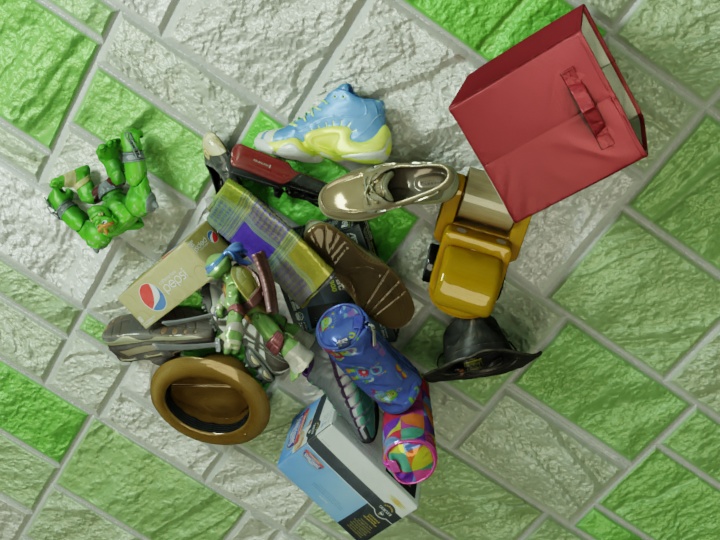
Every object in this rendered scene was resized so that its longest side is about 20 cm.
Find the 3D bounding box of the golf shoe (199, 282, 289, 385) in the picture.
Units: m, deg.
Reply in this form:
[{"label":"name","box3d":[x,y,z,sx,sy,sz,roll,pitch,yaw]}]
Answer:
[{"label":"golf shoe","box3d":[-0.167,0.081,1.370,0.094,0.078,0.201,-31,120,11]}]

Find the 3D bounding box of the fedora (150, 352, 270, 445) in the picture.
[{"label":"fedora","box3d":[-0.235,0.192,1.421,0.197,0.082,0.203,5,125,7]}]

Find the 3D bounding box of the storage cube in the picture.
[{"label":"storage cube","box3d":[0.236,-0.196,1.101,0.178,0.200,0.172,-27,105,25]}]

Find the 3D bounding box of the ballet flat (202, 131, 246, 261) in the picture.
[{"label":"ballet flat","box3d":[-0.199,-0.102,1.284,0.056,0.066,0.203,-21,119,-21]}]

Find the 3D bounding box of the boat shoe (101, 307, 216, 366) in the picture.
[{"label":"boat shoe","box3d":[-0.314,0.109,1.414,0.197,0.075,0.074,-2,126,20]}]

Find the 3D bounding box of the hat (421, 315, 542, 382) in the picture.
[{"label":"hat","box3d":[0.172,0.108,1.301,0.198,0.200,0.082,-12,74,14]}]

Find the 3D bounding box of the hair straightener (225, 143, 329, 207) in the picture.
[{"label":"hair straightener","box3d":[-0.098,-0.128,1.262,0.197,0.077,0.042,13,75,-20]}]

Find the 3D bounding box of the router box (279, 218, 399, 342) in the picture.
[{"label":"router box","box3d":[-0.038,0.024,1.324,0.148,0.062,0.202,-13,113,14]}]

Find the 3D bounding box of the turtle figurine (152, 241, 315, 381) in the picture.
[{"label":"turtle figurine","box3d":[-0.168,0.085,1.227,0.193,0.201,0.144,39,158,-12]}]

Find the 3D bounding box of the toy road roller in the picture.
[{"label":"toy road roller","box3d":[0.159,-0.025,1.221,0.121,0.146,0.202,15,117,1]}]

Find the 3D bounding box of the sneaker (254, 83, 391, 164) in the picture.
[{"label":"sneaker","box3d":[-0.049,-0.204,1.223,0.197,0.076,0.107,6,91,14]}]

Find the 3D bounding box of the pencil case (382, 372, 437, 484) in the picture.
[{"label":"pencil case","box3d":[0.070,0.232,1.338,0.087,0.201,0.090,0,114,0]}]

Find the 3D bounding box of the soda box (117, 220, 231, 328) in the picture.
[{"label":"soda box","box3d":[-0.277,0.009,1.325,0.199,0.064,0.068,-32,104,39]}]

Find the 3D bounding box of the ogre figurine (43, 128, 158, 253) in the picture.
[{"label":"ogre figurine","box3d":[-0.371,-0.110,1.301,0.199,0.098,0.121,-32,90,6]}]

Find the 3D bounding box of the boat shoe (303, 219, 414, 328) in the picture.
[{"label":"boat shoe","box3d":[0.000,0.000,1.245,0.073,0.063,0.200,-42,108,7]}]

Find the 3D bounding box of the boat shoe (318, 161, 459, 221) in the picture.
[{"label":"boat shoe","box3d":[0.032,-0.112,1.191,0.197,0.065,0.073,-7,83,15]}]

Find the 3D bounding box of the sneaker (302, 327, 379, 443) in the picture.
[{"label":"sneaker","box3d":[-0.036,0.170,1.333,0.086,0.074,0.202,-11,107,25]}]

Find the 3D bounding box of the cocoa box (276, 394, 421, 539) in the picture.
[{"label":"cocoa box","box3d":[-0.013,0.306,1.417,0.131,0.134,0.200,-39,105,24]}]

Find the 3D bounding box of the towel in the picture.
[{"label":"towel","box3d":[-0.127,-0.035,1.225,0.200,0.023,0.143,44,152,-6]}]

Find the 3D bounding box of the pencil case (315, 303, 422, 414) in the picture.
[{"label":"pencil case","box3d":[0.017,0.126,1.259,0.086,0.079,0.200,-11,138,30]}]
